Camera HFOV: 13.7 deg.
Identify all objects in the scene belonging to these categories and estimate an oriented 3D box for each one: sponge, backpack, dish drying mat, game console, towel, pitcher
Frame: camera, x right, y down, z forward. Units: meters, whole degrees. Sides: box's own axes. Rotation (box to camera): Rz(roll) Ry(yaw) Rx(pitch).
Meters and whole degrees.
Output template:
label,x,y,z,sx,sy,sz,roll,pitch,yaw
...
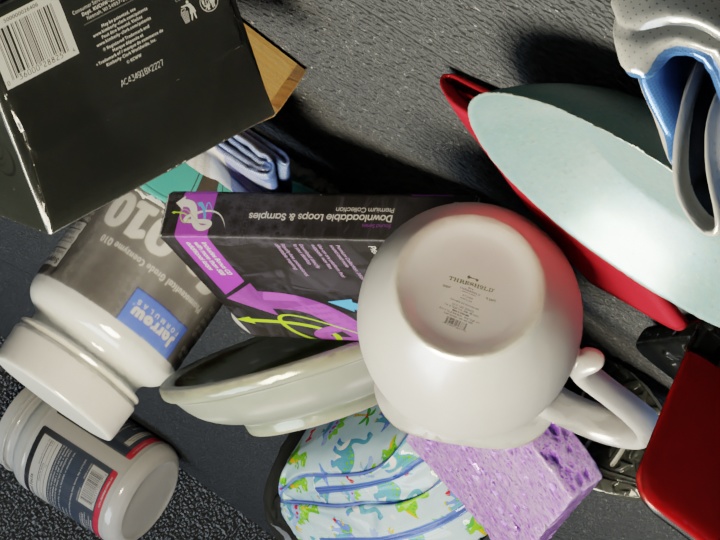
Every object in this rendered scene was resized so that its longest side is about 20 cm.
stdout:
label,x,y,z,sx,sy,sz,roll,pitch,yaw
sponge,0.086,0.113,1.835,0.112,0.030,0.200,51,162,9
backpack,0.037,0.130,2.109,0.199,0.163,0.154,14,143,45
dish drying mat,0.107,-0.034,1.546,0.077,0.018,0.200,30,170,39
game console,0.225,0.129,1.615,0.200,0.119,0.172,37,169,-9
towel,-0.126,-0.096,1.779,0.199,0.024,0.147,34,170,7
pitcher,0.084,0.044,1.633,0.170,0.122,0.200,15,164,7

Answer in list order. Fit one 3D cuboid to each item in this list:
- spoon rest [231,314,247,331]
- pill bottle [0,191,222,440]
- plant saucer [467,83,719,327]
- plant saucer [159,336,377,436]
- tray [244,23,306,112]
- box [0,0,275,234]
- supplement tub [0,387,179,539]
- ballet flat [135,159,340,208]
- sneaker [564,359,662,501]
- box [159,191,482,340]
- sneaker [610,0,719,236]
label,x,y,z,sx,sy,sz,roll,pitch,yaw
spoon rest,-0.097,0.014,2.293,0.199,0.061,0.099,6,154,41
pill bottle,-0.146,0.004,1.976,0.113,0.201,0.114,33,169,7
plant saucer,0.141,-0.035,1.383,0.200,0.039,0.201,33,169,7
plant saucer,-0.028,0.066,1.922,0.200,0.199,0.051,2,110,70
tray,-0.102,-0.121,1.754,0.098,0.037,0.200,37,168,-10
box,-0.168,-0.118,1.579,0.200,0.148,0.125,18,132,57
supplement tub,-0.333,0.231,3.652,0.199,0.141,0.140,31,168,21
ballet flat,-0.084,-0.056,1.897,0.199,0.072,0.072,32,169,21
sneaker,0.140,0.091,1.861,0.079,0.074,0.200,32,180,-38
box,0.000,0.000,1.765,0.199,0.036,0.143,0,154,25
sneaker,0.155,-0.059,0.953,0.200,0.147,0.080,43,166,-36
